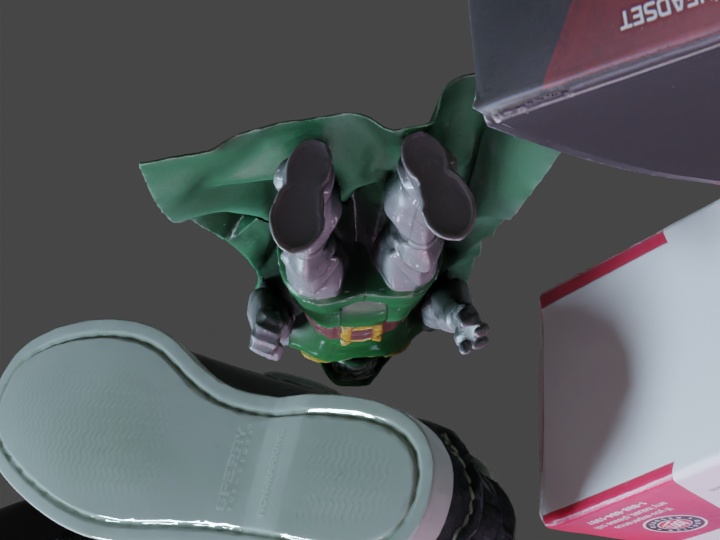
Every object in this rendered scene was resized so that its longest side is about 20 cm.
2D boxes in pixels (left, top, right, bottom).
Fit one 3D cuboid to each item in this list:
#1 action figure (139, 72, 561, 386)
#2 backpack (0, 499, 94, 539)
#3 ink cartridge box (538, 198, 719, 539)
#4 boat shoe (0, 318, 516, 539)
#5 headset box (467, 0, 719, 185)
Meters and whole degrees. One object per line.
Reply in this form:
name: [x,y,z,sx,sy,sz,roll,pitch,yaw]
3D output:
action figure: [0.000,0.000,0.885,0.118,0.055,0.200,-3,166,-1]
backpack: [-0.091,0.196,1.233,0.146,0.201,0.183,-18,163,-11]
ink cartridge box: [0.177,0.040,0.953,0.199,0.085,0.145,10,159,-26]
boat shoe: [-0.039,0.067,0.977,0.199,0.076,0.060,17,171,41]
headset box: [0.082,-0.104,0.322,0.148,0.201,0.077,-17,163,40]
